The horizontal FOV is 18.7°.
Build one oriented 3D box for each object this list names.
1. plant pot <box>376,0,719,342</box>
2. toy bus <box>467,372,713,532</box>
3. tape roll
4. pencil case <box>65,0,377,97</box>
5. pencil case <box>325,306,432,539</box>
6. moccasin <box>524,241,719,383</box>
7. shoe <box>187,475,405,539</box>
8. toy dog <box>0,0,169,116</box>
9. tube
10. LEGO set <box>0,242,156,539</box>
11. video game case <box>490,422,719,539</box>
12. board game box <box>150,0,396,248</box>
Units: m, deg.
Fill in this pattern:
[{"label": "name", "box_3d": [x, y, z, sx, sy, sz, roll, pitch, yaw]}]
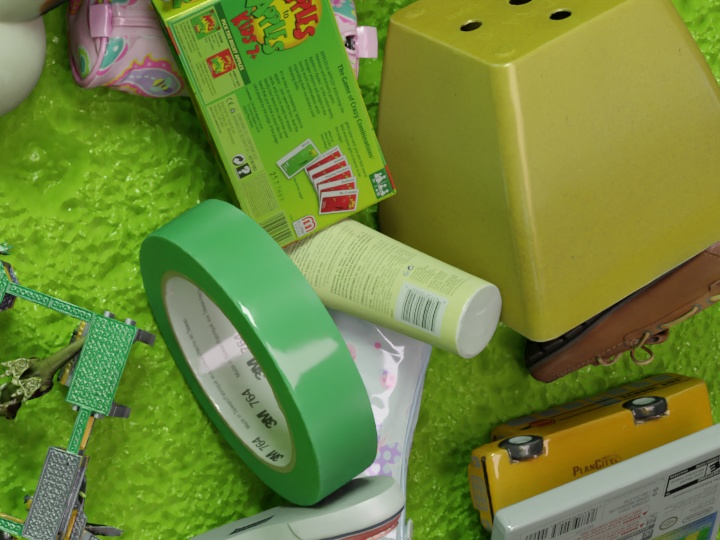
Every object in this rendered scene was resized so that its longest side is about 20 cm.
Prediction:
[{"label": "plant pot", "box_3d": [0.123, -0.103, 1.449, 0.199, 0.200, 0.178, -28, 122, -22]}, {"label": "toy bus", "box_3d": [0.165, 0.131, 1.580, 0.198, 0.078, 0.066, -15, 102, -25]}, {"label": "tape roll", "box_3d": [-0.067, 0.053, 1.388, 0.048, 0.200, 0.202, -31, 107, -20]}, {"label": "pencil case", "box_3d": [-0.092, -0.153, 1.423, 0.198, 0.087, 0.088, 3, 93, -26]}, {"label": "pencil case", "box_3d": [0.001, 0.111, 1.488, 0.083, 0.090, 0.202, 6, 90, -49]}, {"label": "moccasin", "box_3d": [0.197, 0.025, 1.537, 0.078, 0.074, 0.201, 38, 122, -25]}, {"label": "shoe", "box_3d": [-0.039, 0.201, 1.423, 0.071, 0.199, 0.092, -30, 97, -56]}, {"label": "toy dog", "box_3d": [-0.213, -0.186, 1.326, 0.193, 0.140, 0.201, 31, 112, -7]}, {"label": "tube", "box_3d": [0.000, 0.000, 1.436, 0.058, 0.199, 0.052, -34, 135, -42]}, {"label": "LEGO set", "box_3d": [-0.212, 0.089, 1.391, 0.152, 0.116, 0.202, 10, 86, 3]}, {"label": "video game case", "box_3d": [0.175, 0.203, 1.565, 0.199, 0.022, 0.183, -19, 139, -23]}, {"label": "board game box", "box_3d": [-0.054, -0.113, 1.386, 0.101, 0.048, 0.201, -26, 132, -6]}]
